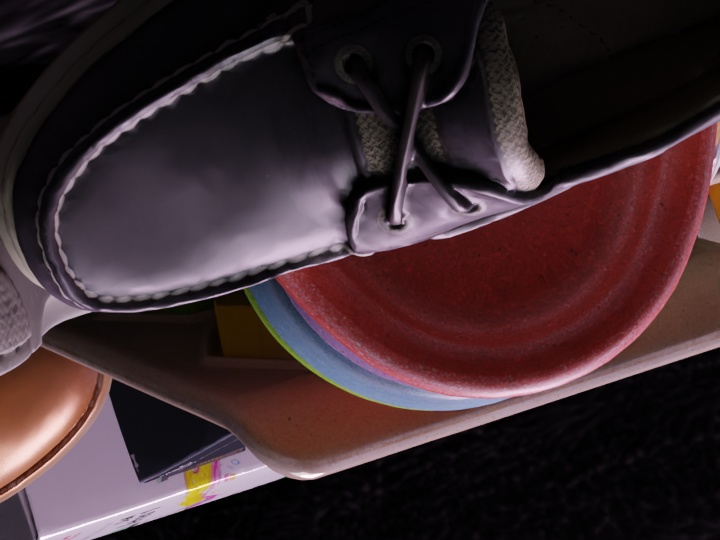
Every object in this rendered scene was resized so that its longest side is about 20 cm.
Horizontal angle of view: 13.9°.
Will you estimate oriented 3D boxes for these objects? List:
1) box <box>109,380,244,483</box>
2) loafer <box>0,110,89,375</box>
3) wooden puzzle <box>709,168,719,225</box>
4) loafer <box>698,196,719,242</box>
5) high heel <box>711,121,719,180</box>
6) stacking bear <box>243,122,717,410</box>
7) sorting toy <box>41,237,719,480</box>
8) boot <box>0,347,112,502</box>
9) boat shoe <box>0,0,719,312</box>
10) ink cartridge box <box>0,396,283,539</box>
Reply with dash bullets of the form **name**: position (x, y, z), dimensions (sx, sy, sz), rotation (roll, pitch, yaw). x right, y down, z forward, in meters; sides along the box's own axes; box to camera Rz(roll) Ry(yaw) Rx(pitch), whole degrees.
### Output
- **box**: position (-0.016, 0.019, 1.180), dimensions (0.141, 0.079, 0.200), rotation (-20, 176, -20)
- **loafer**: position (-0.106, -0.007, 0.682), dimensions (0.063, 0.072, 0.200), rotation (-13, 180, 19)
- **wooden puzzle**: position (0.208, -0.056, 1.133), dimensions (0.200, 0.046, 0.185), rotation (-13, -173, 33)
- **loafer**: position (0.198, -0.029, 1.452), dimensions (0.068, 0.076, 0.200), rotation (-23, 177, -19)
- **high heel**: position (0.058, -0.062, 0.812), dimensions (0.200, 0.072, 0.142), rotation (-7, 152, 40)
- **stacking bear**: position (0.013, -0.020, 0.762), dimensions (0.121, 0.114, 0.200), rotation (-16, 179, -9)
- **sorting toy**: position (0.000, 0.000, 0.931), dimensions (0.185, 0.037, 0.200), rotation (-16, -158, -28)
- **boot**: position (-0.187, 0.056, 1.007), dimensions (0.199, 0.074, 0.155), rotation (-22, 171, 1)
- **boat shoe**: position (0.019, -0.042, 0.621), dimensions (0.200, 0.072, 0.065), rotation (-22, -149, -11)
- **ink cartridge box**: position (-0.090, 0.072, 1.414), dimensions (0.199, 0.084, 0.145), rotation (-17, 174, -19)
